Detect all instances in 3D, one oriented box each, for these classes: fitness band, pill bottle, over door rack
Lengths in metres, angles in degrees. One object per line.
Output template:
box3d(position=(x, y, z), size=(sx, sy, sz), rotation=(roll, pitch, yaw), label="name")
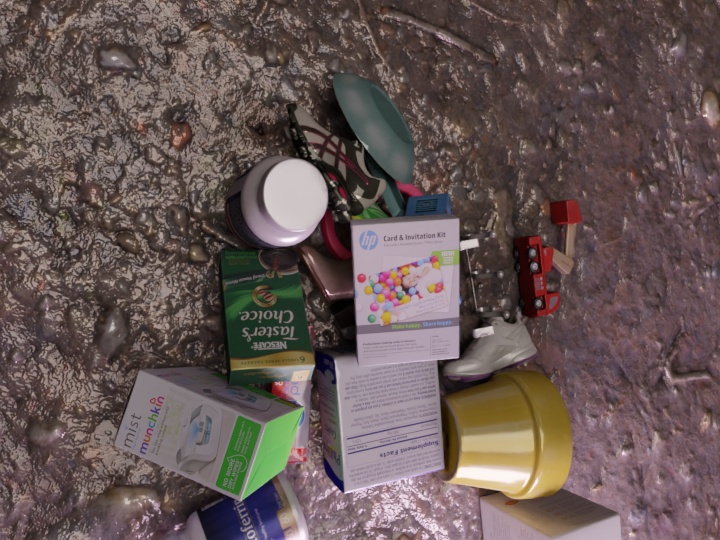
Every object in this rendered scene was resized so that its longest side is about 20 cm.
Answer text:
box3d(position=(0.029, -0.079, 1.014), size=(0.194, 0.037, 0.149), rotation=(-2, 91, -23), label="fitness band")
box3d(position=(-0.118, -0.094, 0.857), size=(0.116, 0.199, 0.124), rotation=(0, 91, -22), label="pill bottle")
box3d(position=(-0.181, 0.383, 0.874), size=(0.195, 0.115, 0.119), rotation=(-22, 98, -22), label="pill bottle")
box3d(position=(0.205, 0.015, 1.012), size=(0.064, 0.200, 0.153), rotation=(-10, 94, 13), label="over door rack")

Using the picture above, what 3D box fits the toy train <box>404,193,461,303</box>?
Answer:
box3d(position=(0.117, -0.017, 0.966), size=(0.116, 0.084, 0.204), rotation=(-72, 152, -46), label="toy train")

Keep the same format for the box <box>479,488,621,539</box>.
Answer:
box3d(position=(0.324, 0.457, 1.055), size=(0.147, 0.199, 0.110), rotation=(-6, 91, -23), label="box")

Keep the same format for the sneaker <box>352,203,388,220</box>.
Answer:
box3d(position=(-0.014, -0.131, 0.934), size=(0.084, 0.074, 0.200), rotation=(-44, 80, 5), label="sneaker")

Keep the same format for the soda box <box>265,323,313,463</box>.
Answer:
box3d(position=(-0.111, 0.182, 0.929), size=(0.061, 0.070, 0.208), rotation=(4, 88, -18), label="soda box")

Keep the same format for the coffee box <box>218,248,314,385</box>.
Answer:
box3d(position=(-0.137, 0.061, 0.871), size=(0.119, 0.044, 0.205), rotation=(2, 53, -19), label="coffee box")

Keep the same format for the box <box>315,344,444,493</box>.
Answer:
box3d(position=(0.030, 0.222, 0.975), size=(0.178, 0.104, 0.208), rotation=(-5, 91, -23), label="box")

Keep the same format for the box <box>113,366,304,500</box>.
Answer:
box3d(position=(-0.185, 0.202, 0.795), size=(0.171, 0.200, 0.100), rotation=(20, 86, 11), label="box")

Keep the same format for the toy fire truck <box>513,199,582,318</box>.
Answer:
box3d(position=(0.358, -0.023, 1.155), size=(0.137, 0.048, 0.208), rotation=(-10, 94, -24), label="toy fire truck")

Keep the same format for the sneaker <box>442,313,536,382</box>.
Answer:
box3d(position=(0.220, 0.137, 1.090), size=(0.195, 0.075, 0.103), rotation=(-15, 82, -27), label="sneaker")

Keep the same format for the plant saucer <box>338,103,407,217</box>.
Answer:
box3d(position=(0.025, -0.173, 0.966), size=(0.019, 0.070, 0.205), rotation=(-27, 82, 19), label="plant saucer")

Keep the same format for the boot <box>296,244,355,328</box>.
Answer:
box3d(position=(0.000, 0.000, 0.955), size=(0.144, 0.071, 0.202), rotation=(-32, 134, -5), label="boot")

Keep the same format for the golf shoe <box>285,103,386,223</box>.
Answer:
box3d(position=(-0.042, -0.165, 0.888), size=(0.086, 0.078, 0.203), rotation=(-28, 73, -12), label="golf shoe")

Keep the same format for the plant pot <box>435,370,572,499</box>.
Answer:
box3d(position=(0.216, 0.274, 1.013), size=(0.182, 0.200, 0.209), rotation=(1, 89, -18), label="plant pot")

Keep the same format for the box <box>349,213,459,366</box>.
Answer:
box3d(position=(0.064, 0.028, 0.868), size=(0.150, 0.041, 0.207), rotation=(-3, 104, -6), label="box")

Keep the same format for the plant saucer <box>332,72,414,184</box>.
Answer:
box3d(position=(0.034, -0.230, 0.942), size=(0.038, 0.203, 0.202), rotation=(-32, 108, 24), label="plant saucer")
